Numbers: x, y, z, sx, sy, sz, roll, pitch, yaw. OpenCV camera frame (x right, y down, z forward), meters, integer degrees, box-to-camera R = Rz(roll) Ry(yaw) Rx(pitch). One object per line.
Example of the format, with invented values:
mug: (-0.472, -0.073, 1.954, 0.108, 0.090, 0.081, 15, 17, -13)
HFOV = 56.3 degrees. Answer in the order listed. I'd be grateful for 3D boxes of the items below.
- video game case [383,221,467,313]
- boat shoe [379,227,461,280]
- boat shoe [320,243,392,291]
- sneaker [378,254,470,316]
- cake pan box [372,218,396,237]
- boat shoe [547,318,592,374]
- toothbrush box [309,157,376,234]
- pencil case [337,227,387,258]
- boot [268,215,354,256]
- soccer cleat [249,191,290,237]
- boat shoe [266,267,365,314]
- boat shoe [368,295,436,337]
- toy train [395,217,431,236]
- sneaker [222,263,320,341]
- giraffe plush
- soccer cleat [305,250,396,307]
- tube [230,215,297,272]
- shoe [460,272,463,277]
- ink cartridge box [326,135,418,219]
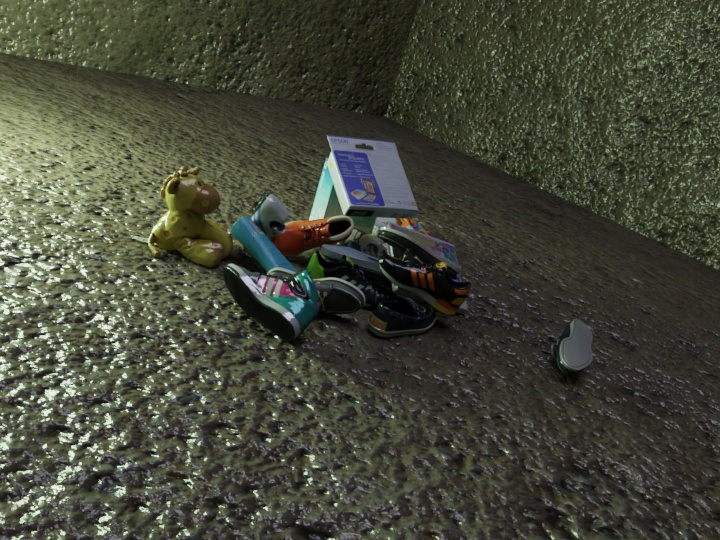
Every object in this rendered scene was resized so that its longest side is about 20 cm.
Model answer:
video game case: (0.145, -0.006, 1.507, 0.198, 0.024, 0.184, 17, 49, -30)
boat shoe: (0.120, -0.026, 1.436, 0.198, 0.061, 0.074, 30, -3, -14)
boat shoe: (0.000, -0.001, 1.477, 0.197, 0.069, 0.074, 17, 16, -21)
sneaker: (0.134, 0.007, 1.382, 0.199, 0.090, 0.070, 32, 25, -6)
cake pan box: (0.060, -0.128, 1.884, 0.183, 0.053, 0.200, 3, 24, -39)
boat shoe: (0.437, 0.167, 1.405, 0.074, 0.062, 0.200, 35, 31, 2)
toothbrush box: (-0.035, -0.160, 1.667, 0.145, 0.202, 0.085, 7, 24, -28)
pencil case: (0.038, -0.029, 1.570, 0.198, 0.090, 0.078, 24, -7, 17)
boot: (-0.108, -0.082, 1.485, 0.197, 0.076, 0.107, -15, 2, -13)
soccer cleat: (-0.209, -0.096, 1.463, 0.086, 0.200, 0.070, 40, 62, -5)
boat shoe: (-0.091, 0.049, 1.277, 0.198, 0.073, 0.061, 12, 24, 6)
boat shoe: (0.092, 0.085, 1.338, 0.074, 0.063, 0.199, 31, 22, 34)
toy train: (0.134, -0.081, 1.669, 0.200, 0.055, 0.151, 35, 26, -55)
sneaker: (-0.145, 0.032, 1.205, 0.199, 0.084, 0.120, 36, 48, 26)
giraffe plush: (-0.345, -0.121, 1.361, 0.198, 0.164, 0.173, 8, 22, -25)
soccer cleat: (-0.016, 0.019, 1.391, 0.197, 0.082, 0.068, 18, 20, -1)
tube: (-0.185, -0.027, 1.380, 0.200, 0.051, 0.077, 46, 33, 15)
shoe: (0.147, -0.011, 1.609, 0.198, 0.054, 0.070, 26, 1, 2)
ink cartridge box: (0.023, -0.216, 1.570, 0.195, 0.047, 0.202, -1, 59, -32)
